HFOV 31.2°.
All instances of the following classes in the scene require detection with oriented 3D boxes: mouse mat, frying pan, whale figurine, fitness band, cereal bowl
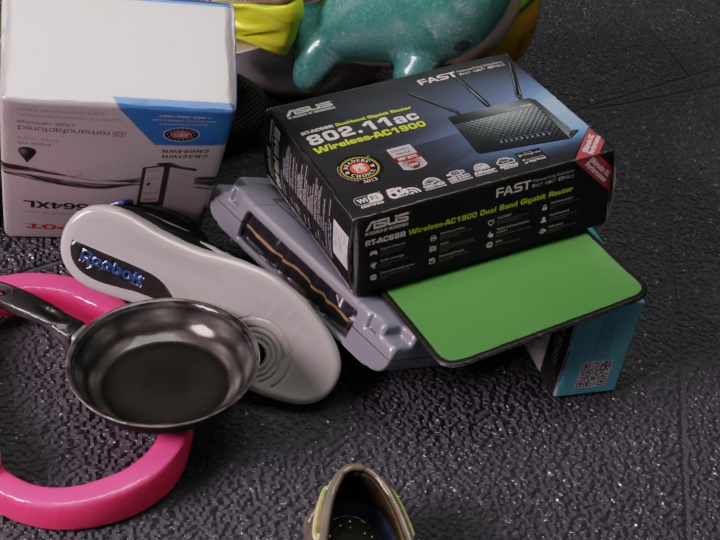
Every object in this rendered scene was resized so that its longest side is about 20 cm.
[{"bbox_3d":[0.075,-0.017,0.870,0.160,0.008,0.200,-18,41,-21],"label":"mouse mat"},{"bbox_3d":[-0.154,0.055,0.767,0.188,0.031,0.115,3,37,1],"label":"frying pan"},{"bbox_3d":[0.022,-0.209,0.978,0.199,0.104,0.160,-18,65,24],"label":"whale figurine"},{"bbox_3d":[-0.185,0.072,0.787,0.143,0.038,0.200,-13,44,-29],"label":"fitness band"},{"bbox_3d":[-0.064,-0.213,1.154,0.198,0.084,0.201,7,36,-5],"label":"cereal bowl"}]

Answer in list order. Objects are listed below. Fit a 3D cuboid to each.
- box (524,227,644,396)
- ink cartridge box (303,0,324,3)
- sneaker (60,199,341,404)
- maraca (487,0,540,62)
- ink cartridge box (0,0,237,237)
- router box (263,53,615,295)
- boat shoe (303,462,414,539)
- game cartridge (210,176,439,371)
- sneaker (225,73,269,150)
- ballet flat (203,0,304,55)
[{"bbox_3d":[0.132,-0.008,0.935,0.049,0.083,0.201,-4,39,-18],"label":"box"},{"bbox_3d":[-0.064,-0.305,1.039,0.075,0.201,0.148,29,41,22],"label":"ink cartridge box"},{"bbox_3d":[-0.096,0.010,0.865,0.199,0.073,0.112,32,10,-3],"label":"sneaker"},{"bbox_3d":[0.097,-0.222,1.106,0.136,0.108,0.200,-17,21,29],"label":"maraca"},{"bbox_3d":[-0.168,-0.097,0.872,0.145,0.200,0.085,0,67,-14],"label":"ink cartridge box"},{"bbox_3d":[0.052,-0.072,0.882,0.198,0.063,0.150,-16,39,-20],"label":"router box"},{"bbox_3d":[0.004,0.188,0.662,0.071,0.061,0.202,2,38,-12],"label":"boat shoe"},{"bbox_3d":[0.000,0.000,0.899,0.133,0.041,0.200,-5,37,-45],"label":"game cartridge"},{"bbox_3d":[-0.130,-0.135,0.986,0.091,0.078,0.199,-7,-7,39],"label":"sneaker"},{"bbox_3d":[-0.141,-0.203,0.992,0.198,0.067,0.067,11,41,7],"label":"ballet flat"}]
